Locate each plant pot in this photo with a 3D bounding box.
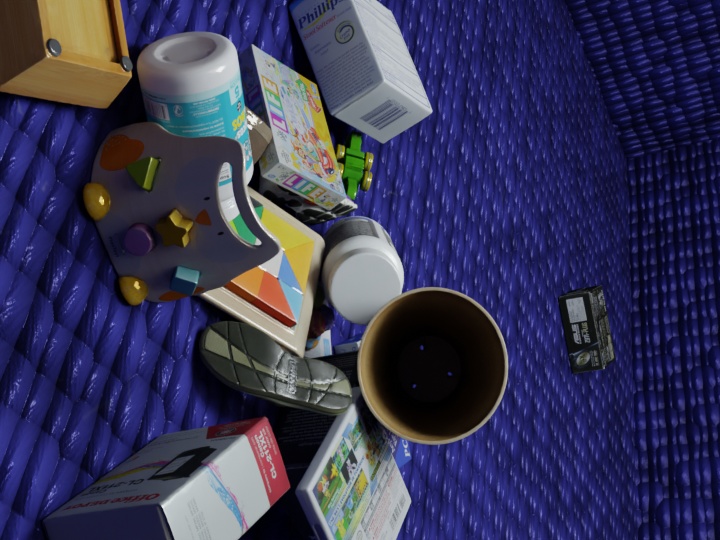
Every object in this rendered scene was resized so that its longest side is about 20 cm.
[{"bbox_3d":[0.090,0.126,1.353,0.200,0.183,0.190,75,7,-83],"label":"plant pot"}]

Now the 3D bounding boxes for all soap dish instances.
[{"bbox_3d":[-0.302,-0.269,1.014,0.157,0.080,0.204,-2,81,-64],"label":"soap dish"}]

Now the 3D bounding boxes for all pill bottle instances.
[{"bbox_3d":[-0.179,-0.152,1.158,0.111,0.109,0.203,-67,158,-50],"label":"pill bottle"},{"bbox_3d":[0.000,0.000,1.419,0.200,0.112,0.116,-105,176,-75],"label":"pill bottle"}]

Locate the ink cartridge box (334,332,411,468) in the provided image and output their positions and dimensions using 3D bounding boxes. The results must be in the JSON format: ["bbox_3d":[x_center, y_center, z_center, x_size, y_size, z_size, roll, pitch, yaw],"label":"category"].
[{"bbox_3d":[0.020,0.198,1.540,0.094,0.044,0.204,-19,97,-63],"label":"ink cartridge box"}]

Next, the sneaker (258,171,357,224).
[{"bbox_3d":[-0.070,-0.124,1.447,0.199,0.079,0.085,29,49,-58],"label":"sneaker"}]

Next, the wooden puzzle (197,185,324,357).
[{"bbox_3d":[-0.121,-0.014,1.289,0.199,0.037,0.187,38,45,-31],"label":"wooden puzzle"}]

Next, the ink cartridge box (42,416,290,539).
[{"bbox_3d":[-0.180,0.224,0.995,0.200,0.144,0.084,-33,108,-63],"label":"ink cartridge box"}]

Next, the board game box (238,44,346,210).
[{"bbox_3d":[-0.093,-0.190,1.382,0.134,0.034,0.203,23,43,-47],"label":"board game box"}]

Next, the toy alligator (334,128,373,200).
[{"bbox_3d":[-0.015,-0.171,1.616,0.055,0.058,0.202,117,-18,-46],"label":"toy alligator"}]

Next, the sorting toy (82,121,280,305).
[{"bbox_3d":[-0.175,-0.058,1.079,0.203,0.177,0.107,69,27,-18],"label":"sorting toy"}]

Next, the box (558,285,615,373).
[{"bbox_3d":[0.591,0.151,2.705,0.163,0.085,0.204,-14,93,-64],"label":"box"}]

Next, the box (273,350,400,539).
[{"bbox_3d":[-0.032,0.229,1.352,0.149,0.103,0.202,62,30,-32],"label":"box"}]

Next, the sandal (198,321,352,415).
[{"bbox_3d":[-0.104,0.128,1.229,0.199,0.057,0.081,27,52,-19],"label":"sandal"}]

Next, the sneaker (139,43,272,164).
[{"bbox_3d":[-0.189,-0.186,1.229,0.199,0.070,0.076,35,83,-35],"label":"sneaker"}]

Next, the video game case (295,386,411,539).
[{"bbox_3d":[-0.003,0.272,1.250,0.185,0.022,0.201,68,29,-22],"label":"video game case"}]

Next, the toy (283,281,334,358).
[{"bbox_3d":[-0.072,0.056,1.401,0.199,0.046,0.117,18,65,-61],"label":"toy"}]

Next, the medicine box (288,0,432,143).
[{"bbox_3d":[0.002,-0.323,1.594,0.181,0.102,0.203,15,50,-62],"label":"medicine box"}]
